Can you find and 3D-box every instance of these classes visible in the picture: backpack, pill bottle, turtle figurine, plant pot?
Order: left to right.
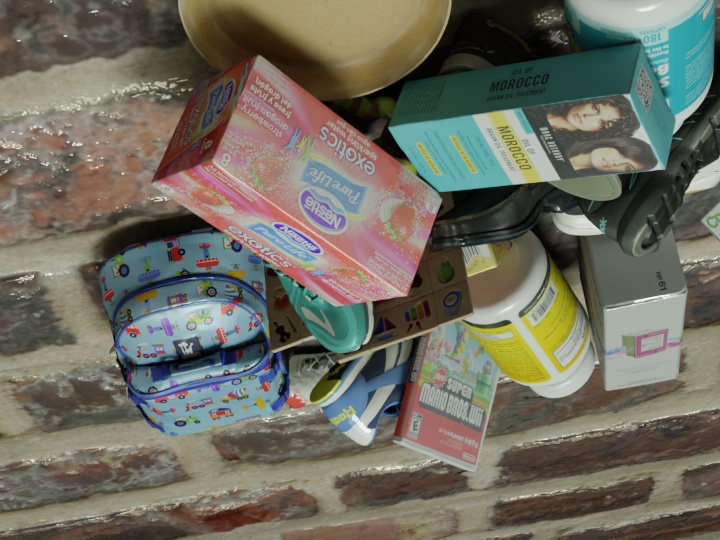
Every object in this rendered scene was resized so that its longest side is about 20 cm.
[{"bbox_3d":[-0.162,0.055,1.162,0.179,0.136,0.201,-10,147,-1],"label":"backpack"},{"bbox_3d":[-0.033,-0.200,0.856,0.196,0.028,0.201,-2,145,-1],"label":"plant pot"},{"bbox_3d":[0.048,-0.110,1.009,0.197,0.065,0.162,7,146,-27],"label":"turtle figurine"},{"bbox_3d":[0.173,0.049,1.236,0.111,0.114,0.200,-21,138,19],"label":"pill bottle"},{"bbox_3d":[0.212,-0.179,0.893,0.109,0.112,0.201,-14,149,8],"label":"pill bottle"}]

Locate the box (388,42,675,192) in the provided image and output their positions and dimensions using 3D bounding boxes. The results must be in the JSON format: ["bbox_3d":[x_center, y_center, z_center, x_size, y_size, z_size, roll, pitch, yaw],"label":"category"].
[{"bbox_3d":[0.126,-0.109,0.884,0.197,0.050,0.082,-3,142,35],"label":"box"}]

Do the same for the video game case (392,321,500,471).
[{"bbox_3d":[0.104,0.101,1.263,0.017,0.204,0.142,5,165,41],"label":"video game case"}]

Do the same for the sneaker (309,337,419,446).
[{"bbox_3d":[0.030,0.105,1.256,0.200,0.083,0.074,-42,-174,-36],"label":"sneaker"}]

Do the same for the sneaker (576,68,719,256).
[{"bbox_3d":[0.266,-0.111,1.020,0.201,0.079,0.075,-51,146,-5],"label":"sneaker"}]

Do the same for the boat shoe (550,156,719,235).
[{"bbox_3d":[0.266,-0.098,1.093,0.197,0.072,0.070,-23,148,5],"label":"boat shoe"}]

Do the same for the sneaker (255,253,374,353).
[{"bbox_3d":[-0.060,-0.014,1.017,0.077,0.202,0.080,-28,-175,26],"label":"sneaker"}]

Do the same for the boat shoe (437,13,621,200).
[{"bbox_3d":[0.148,-0.129,0.959,0.200,0.061,0.071,35,151,-29],"label":"boat shoe"}]

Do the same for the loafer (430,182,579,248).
[{"bbox_3d":[0.125,-0.072,1.022,0.072,0.074,0.199,-1,-161,43],"label":"loafer"}]

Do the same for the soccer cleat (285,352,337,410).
[{"bbox_3d":[-0.029,0.120,1.381,0.197,0.069,0.085,11,136,-36],"label":"soccer cleat"}]

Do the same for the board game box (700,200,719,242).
[{"bbox_3d":[0.403,-0.115,1.065,0.126,0.035,0.201,-36,167,-38],"label":"board game box"}]

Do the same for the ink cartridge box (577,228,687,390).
[{"bbox_3d":[0.271,0.011,1.196,0.083,0.147,0.201,-10,150,5],"label":"ink cartridge box"}]

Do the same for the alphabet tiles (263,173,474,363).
[{"bbox_3d":[0.000,0.000,1.078,0.197,0.170,0.008,-21,146,19],"label":"alphabet tiles"}]

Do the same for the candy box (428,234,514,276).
[{"bbox_3d":[0.041,-0.006,1.137,0.197,0.057,0.117,-22,-175,18],"label":"candy box"}]

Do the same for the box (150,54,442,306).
[{"bbox_3d":[-0.046,-0.063,0.922,0.199,0.096,0.102,35,154,-30],"label":"box"}]
